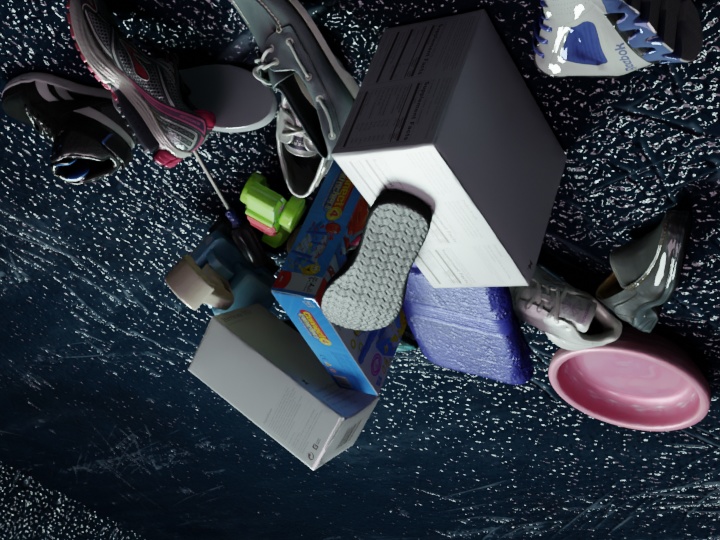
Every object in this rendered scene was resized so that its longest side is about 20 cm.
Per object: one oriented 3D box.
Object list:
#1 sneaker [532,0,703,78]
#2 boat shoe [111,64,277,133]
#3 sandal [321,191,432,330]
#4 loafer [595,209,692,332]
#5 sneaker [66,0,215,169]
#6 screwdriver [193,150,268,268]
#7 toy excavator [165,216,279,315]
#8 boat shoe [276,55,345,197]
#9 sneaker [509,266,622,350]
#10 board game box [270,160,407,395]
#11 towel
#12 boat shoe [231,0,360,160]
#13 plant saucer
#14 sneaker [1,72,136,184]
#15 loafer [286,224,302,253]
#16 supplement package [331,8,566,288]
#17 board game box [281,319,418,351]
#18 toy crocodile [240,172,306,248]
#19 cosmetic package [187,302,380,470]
[{"bbox_3d":[0.163,-0.209,0.829,0.198,0.082,0.115,34,146,-25],"label":"sneaker"},{"bbox_3d":[-0.171,-0.179,1.125,0.197,0.070,0.057,9,169,23],"label":"boat shoe"},{"bbox_3d":[0.019,-0.010,0.986,0.074,0.046,0.201,20,138,-7],"label":"sandal"},{"bbox_3d":[0.294,-0.001,1.102,0.071,0.073,0.201,20,150,11],"label":"loafer"},{"bbox_3d":[-0.223,-0.205,1.066,0.074,0.081,0.201,-33,96,9],"label":"sneaker"},{"bbox_3d":[-0.167,-0.085,1.256,0.028,0.029,0.201,-4,128,44],"label":"screwdriver"},{"bbox_3d":[-0.168,0.016,1.289,0.194,0.100,0.200,40,-174,-35],"label":"toy excavator"},{"bbox_3d":[-0.056,-0.149,1.087,0.071,0.066,0.201,20,151,2],"label":"boat shoe"},{"bbox_3d":[0.208,0.027,1.182,0.198,0.076,0.099,26,168,-20],"label":"sneaker"},{"bbox_3d":[0.000,0.000,1.159,0.055,0.198,0.201,8,150,29],"label":"board game box"},{"bbox_3d":[0.111,0.041,1.160,0.146,0.050,0.201,13,146,31],"label":"towel"},{"bbox_3d":[-0.065,-0.190,0.966,0.201,0.062,0.073,52,161,-4],"label":"boat shoe"},{"bbox_3d":[0.335,0.130,1.311,0.197,0.051,0.202,16,149,10],"label":"plant saucer"},{"bbox_3d":[-0.349,-0.160,1.212,0.197,0.113,0.073,9,148,20],"label":"sneaker"},{"bbox_3d":[-0.038,0.018,1.335,0.067,0.077,0.200,-16,136,28],"label":"loafer"},{"bbox_3d":[0.090,-0.105,0.971,0.109,0.158,0.200,-1,144,36],"label":"supplement package"},{"bbox_3d":[-0.040,0.086,1.345,0.197,0.029,0.135,-9,162,24],"label":"board game box"},{"bbox_3d":[-0.104,-0.067,1.215,0.067,0.062,0.200,28,177,0],"label":"toy crocodile"},{"bbox_3d":[-0.089,0.131,1.237,0.199,0.113,0.082,36,110,15],"label":"cosmetic package"}]
